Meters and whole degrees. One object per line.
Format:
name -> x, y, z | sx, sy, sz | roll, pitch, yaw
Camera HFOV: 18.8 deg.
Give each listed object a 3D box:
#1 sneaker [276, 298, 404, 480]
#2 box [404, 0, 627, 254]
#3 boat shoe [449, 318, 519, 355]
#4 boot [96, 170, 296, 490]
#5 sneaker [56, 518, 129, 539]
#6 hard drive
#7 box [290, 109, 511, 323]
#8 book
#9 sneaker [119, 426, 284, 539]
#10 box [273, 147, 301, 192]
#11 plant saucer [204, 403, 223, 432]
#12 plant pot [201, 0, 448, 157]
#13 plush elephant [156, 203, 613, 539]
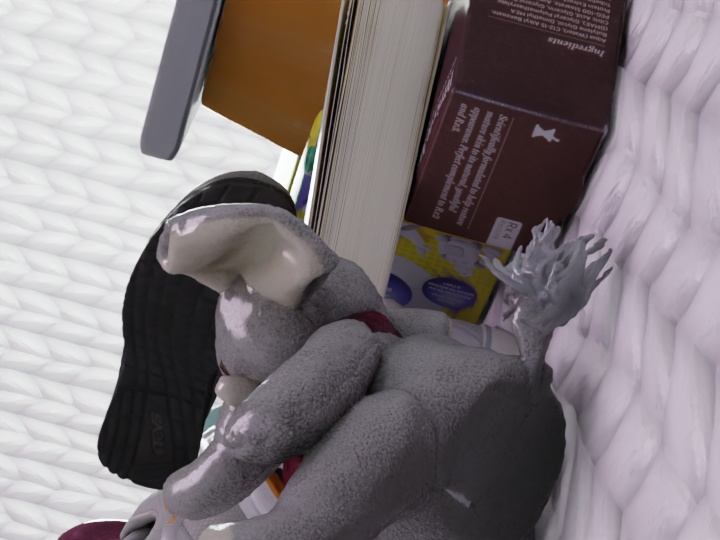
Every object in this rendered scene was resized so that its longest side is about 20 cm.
sneaker -> 0.014, 0.100, 1.167 | 0.079, 0.130, 0.199 | 33, 150, 58
box -> 0.077, -0.117, 0.983 | 0.100, 0.075, 0.200 | 110, 173, -54
boat shoe -> 0.020, 0.111, 0.940 | 0.072, 0.068, 0.200 | 115, 170, -72
boot -> -0.078, 0.001, 1.068 | 0.131, 0.068, 0.200 | -79, 11, -51
sneaker -> -0.081, 0.190, 1.210 | 0.090, 0.200, 0.075 | 109, -175, -72
hard drive -> -0.103, -0.156, 1.388 | 0.200, 0.027, 0.132 | -84, 10, -74
box -> 0.012, -0.003, 1.181 | 0.200, 0.117, 0.048 | 109, 175, -61
book -> -0.008, -0.015, 0.999 | 0.134, 0.048, 0.200 | 117, 164, -74
sneaker -> -0.091, 0.133, 1.133 | 0.092, 0.076, 0.200 | -32, -2, -12
box -> 0.001, -0.051, 1.474 | 0.048, 0.122, 0.200 | -49, 15, 32
plant saucer -> -0.039, 0.095, 1.352 | 0.201, 0.201, 0.039 | -128, 17, -86
plant pot -> 0.002, -0.140, 1.383 | 0.200, 0.183, 0.200 | -165, 90, -87
plush elephant -> -0.011, 0.055, 0.818 | 0.155, 0.165, 0.200 | 17, 75, 43
